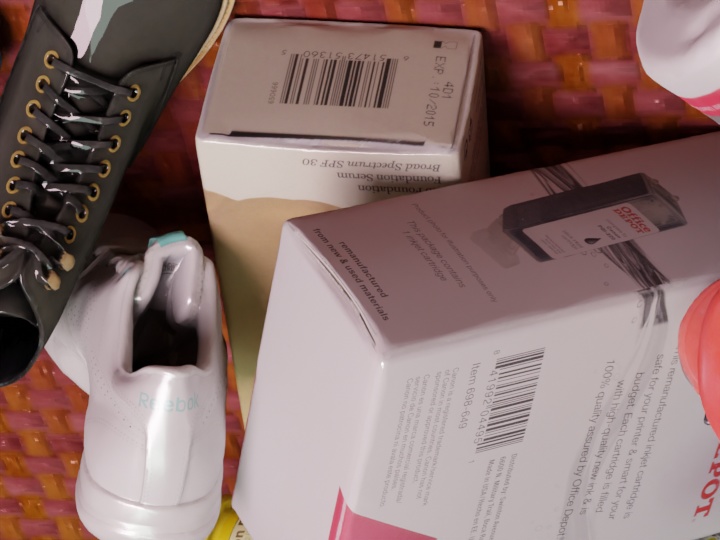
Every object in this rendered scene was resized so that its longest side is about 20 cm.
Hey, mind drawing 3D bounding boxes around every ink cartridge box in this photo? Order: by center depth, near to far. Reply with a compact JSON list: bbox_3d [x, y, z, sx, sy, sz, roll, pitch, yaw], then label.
[{"bbox_3d":[0.064,0.041,0.964,0.199,0.085,0.146,-11,133,-27],"label":"ink cartridge box"}]

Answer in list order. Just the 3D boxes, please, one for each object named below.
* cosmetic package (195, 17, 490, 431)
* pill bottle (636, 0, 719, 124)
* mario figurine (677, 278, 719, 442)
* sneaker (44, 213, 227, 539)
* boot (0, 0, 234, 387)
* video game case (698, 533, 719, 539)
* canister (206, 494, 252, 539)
[{"bbox_3d":[0.000,0.000,1.032,0.104,0.071,0.201,3,136,11],"label":"cosmetic package"},{"bbox_3d":[0.202,-0.064,0.884,0.199,0.111,0.111,31,135,-17],"label":"pill bottle"},{"bbox_3d":[0.159,0.062,0.940,0.105,0.124,0.200,-5,141,22],"label":"mario figurine"},{"bbox_3d":[-0.079,0.016,0.998,0.075,0.200,0.089,2,120,-14],"label":"sneaker"},{"bbox_3d":[-0.101,-0.052,0.955,0.077,0.139,0.201,18,136,-5],"label":"boot"},{"bbox_3d":[0.217,0.134,1.150,0.179,0.026,0.201,-10,133,23],"label":"video game case"},{"bbox_3d":[0.030,0.144,1.114,0.199,0.087,0.148,-2,169,26],"label":"canister"}]
